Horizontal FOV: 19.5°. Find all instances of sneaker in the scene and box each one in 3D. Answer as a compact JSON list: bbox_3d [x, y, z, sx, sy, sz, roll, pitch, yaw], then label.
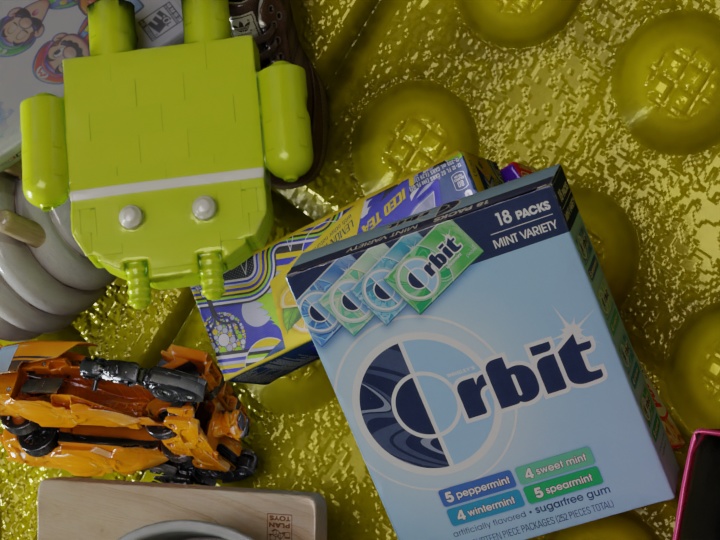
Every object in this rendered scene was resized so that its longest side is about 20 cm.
[{"bbox_3d":[-0.074,-0.149,1.359,0.070,0.076,0.201,-12,93,16],"label":"sneaker"}]

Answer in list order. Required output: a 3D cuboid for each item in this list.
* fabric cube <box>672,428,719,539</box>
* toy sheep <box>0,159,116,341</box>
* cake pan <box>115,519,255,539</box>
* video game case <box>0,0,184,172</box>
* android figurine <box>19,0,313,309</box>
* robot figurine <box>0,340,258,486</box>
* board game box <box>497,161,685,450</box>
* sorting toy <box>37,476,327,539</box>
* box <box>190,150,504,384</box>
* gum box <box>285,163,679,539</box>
[{"bbox_3d":[0.281,0.196,1.138,0.199,0.199,0.198,9,90,23],"label":"fabric cube"},{"bbox_3d":[-0.224,-0.020,1.398,0.199,0.138,0.139,-22,79,29],"label":"toy sheep"},{"bbox_3d":[-0.097,0.253,1.302,0.199,0.037,0.202,1,92,22],"label":"cake pan"},{"bbox_3d":[-0.229,-0.176,1.369,0.182,0.024,0.200,-35,66,-7],"label":"video game case"},{"bbox_3d":[-0.119,-0.075,1.286,0.181,0.041,0.201,-5,73,5],"label":"android figurine"},{"bbox_3d":[-0.161,0.090,1.373,0.199,0.145,0.058,1,56,22],"label":"robot figurine"},{"bbox_3d":[0.088,0.058,1.309,0.151,0.046,0.201,-33,75,18],"label":"board game box"},{"bbox_3d":[-0.107,0.237,1.364,0.199,0.070,0.200,1,92,22],"label":"sorting toy"},{"bbox_3d":[0.000,0.000,1.290,0.199,0.064,0.070,-26,77,19],"label":"box"},{"bbox_3d":[0.073,0.060,1.225,0.169,0.045,0.201,-19,105,19],"label":"gum box"}]
